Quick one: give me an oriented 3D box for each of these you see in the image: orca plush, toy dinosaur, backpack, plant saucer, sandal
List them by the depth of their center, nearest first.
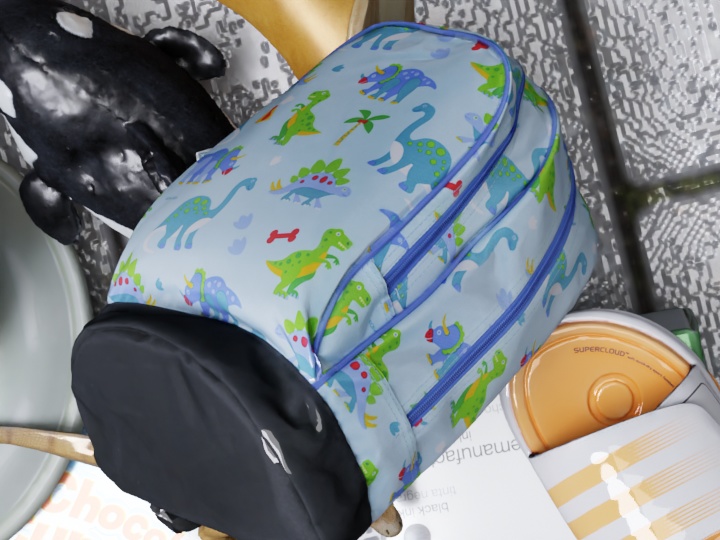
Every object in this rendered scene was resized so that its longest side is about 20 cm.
[{"bbox_3d":[0.000,0.000,0.778,0.199,0.163,0.155,-27,114,-30],"label":"backpack"},{"bbox_3d":[0.131,0.105,0.789,0.079,0.059,0.208,-34,92,5],"label":"sandal"},{"bbox_3d":[-0.083,-0.027,0.847,0.105,0.071,0.201,-28,110,1],"label":"orca plush"},{"bbox_3d":[-0.069,0.080,0.856,0.198,0.107,0.061,3,57,20],"label":"toy dinosaur"},{"bbox_3d":[-0.213,0.035,0.886,0.198,0.050,0.202,-1,85,15],"label":"plant saucer"}]

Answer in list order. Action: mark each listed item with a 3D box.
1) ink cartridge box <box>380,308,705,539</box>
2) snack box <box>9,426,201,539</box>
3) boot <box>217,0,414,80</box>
[{"bbox_3d":[0.088,0.130,0.867,0.144,0.084,0.202,-11,94,6],"label":"ink cartridge box"},{"bbox_3d":[-0.110,0.147,0.914,0.200,0.037,0.116,45,97,1],"label":"snack box"},{"bbox_3d":[-0.056,-0.132,0.875,0.143,0.071,0.203,1,107,21],"label":"boot"}]
